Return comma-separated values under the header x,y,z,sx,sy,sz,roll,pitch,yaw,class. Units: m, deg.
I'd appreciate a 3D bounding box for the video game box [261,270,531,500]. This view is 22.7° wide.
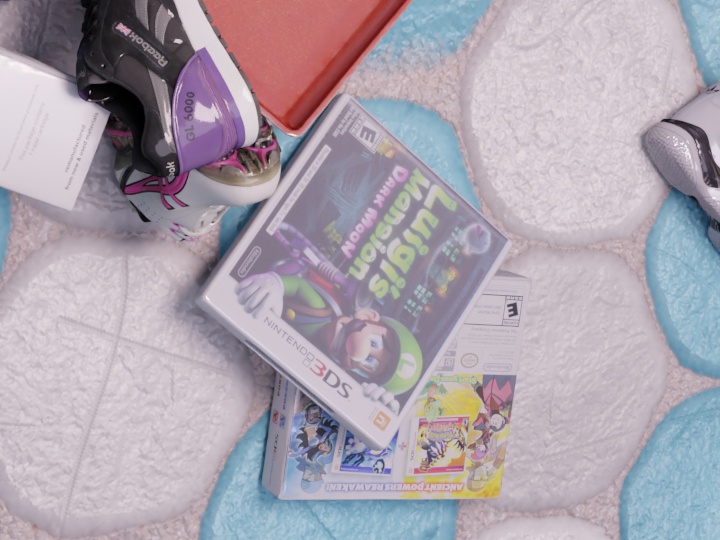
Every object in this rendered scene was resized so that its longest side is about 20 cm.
x,y,z,sx,sy,sz,roll,pitch,yaw,class
0.030,0.087,1.401,0.199,0.047,0.183,4,97,-27,video game box

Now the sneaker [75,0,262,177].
x,y,z,sx,sy,sz,roll,pitch,yaw,class
-0.146,-0.151,1.105,0.087,0.076,0.201,-28,78,-22,sneaker

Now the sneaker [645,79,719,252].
x,y,z,sx,sy,sz,roll,pitch,yaw,class
0.332,-0.078,1.493,0.115,0.075,0.200,-45,114,-7,sneaker

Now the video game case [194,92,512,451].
x,y,z,sx,sy,sz,roll,pitch,yaw,class
0.000,0.000,1.332,0.182,0.023,0.200,41,67,-17,video game case

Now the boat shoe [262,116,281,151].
x,y,z,sx,sy,sz,roll,pitch,yaw,class
-0.101,-0.162,1.262,0.066,0.074,0.200,-36,102,-11,boat shoe

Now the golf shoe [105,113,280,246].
x,y,z,sx,sy,sz,roll,pitch,yaw,class
-0.106,-0.061,1.212,0.072,0.200,0.093,-17,108,-25,golf shoe

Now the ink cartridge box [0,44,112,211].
x,y,z,sx,sy,sz,roll,pitch,yaw,class
-0.278,-0.119,1.144,0.199,0.146,0.086,19,94,-28,ink cartridge box

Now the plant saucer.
x,y,z,sx,sy,sz,roll,pitch,yaw,class
-0.068,-0.213,1.217,0.200,0.037,0.200,39,65,-3,plant saucer
